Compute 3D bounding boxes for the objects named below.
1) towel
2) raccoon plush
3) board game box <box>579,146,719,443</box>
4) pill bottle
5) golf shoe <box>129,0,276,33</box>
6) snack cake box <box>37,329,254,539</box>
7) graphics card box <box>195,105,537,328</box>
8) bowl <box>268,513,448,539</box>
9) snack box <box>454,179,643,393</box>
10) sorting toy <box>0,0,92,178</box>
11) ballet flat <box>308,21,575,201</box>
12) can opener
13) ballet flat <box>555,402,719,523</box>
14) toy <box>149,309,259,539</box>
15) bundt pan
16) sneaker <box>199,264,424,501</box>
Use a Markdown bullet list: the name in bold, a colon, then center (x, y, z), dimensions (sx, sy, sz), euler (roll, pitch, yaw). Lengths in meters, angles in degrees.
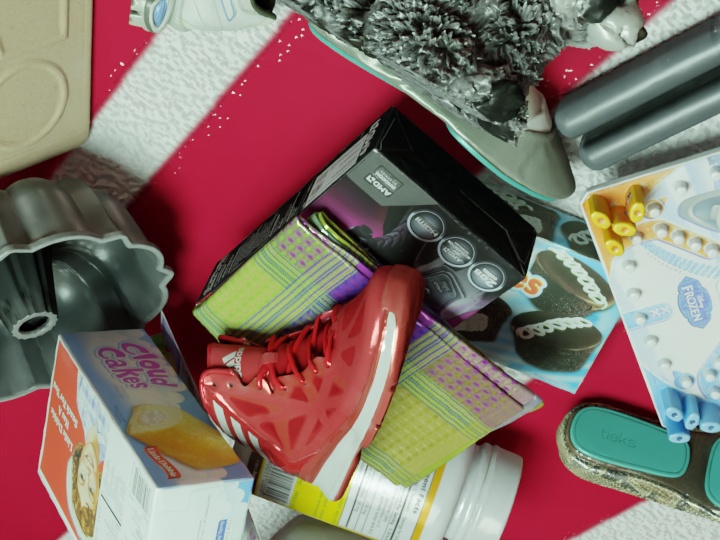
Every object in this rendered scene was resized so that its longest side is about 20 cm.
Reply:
- **towel**: center (0.002, 0.056, 0.844), dimensions (0.200, 0.023, 0.144), euler (39, 133, -14)
- **raccoon plush**: center (0.054, -0.161, 0.690), dimensions (0.199, 0.097, 0.134), euler (31, 93, -9)
- **board game box**: center (0.256, 0.009, 0.804), dimensions (0.199, 0.026, 0.201), euler (-16, 122, 16)
- **pill bottle**: center (0.012, 0.138, 0.968), dimensions (0.199, 0.110, 0.110), euler (20, 133, 2)
- **golf shoe**: center (-0.073, -0.218, 0.735), dimensions (0.097, 0.079, 0.201), euler (7, 139, -9)
- **snack cake box**: center (-0.148, 0.135, 0.880), dimensions (0.067, 0.200, 0.116), euler (-2, 116, -31)
- **graphics card box**: center (0.000, 0.000, 0.845), dimensions (0.125, 0.051, 0.200), euler (40, 130, -15)
- **bowl**: center (-0.019, 0.264, 1.077), dimensions (0.199, 0.075, 0.200), euler (12, 138, -26)
- **snack box**: center (0.073, -0.002, 0.876), dimensions (0.199, 0.037, 0.117), euler (22, 132, 1)
- **sorting toy**: center (-0.244, -0.123, 0.804), dimensions (0.036, 0.185, 0.201), euler (43, 140, 24)
- **ballet flat**: center (0.059, -0.114, 0.768), dimensions (0.199, 0.068, 0.064), euler (34, 124, -11)
- **can opener**: center (0.196, -0.105, 0.726), dimensions (0.199, 0.067, 0.053), euler (-26, 116, 33)
- **ballet flat**: center (0.235, 0.145, 0.937), dimensions (0.199, 0.068, 0.075), euler (15, 154, 14)
- **toy**: center (-0.125, 0.141, 0.959), dimensions (0.047, 0.201, 0.115), euler (-16, 160, -17)
- **bundt pan**: center (-0.234, 0.008, 0.913), dimensions (0.201, 0.076, 0.202), euler (-22, 154, -11)
- **sneaker**: center (-0.038, 0.059, 0.794), dimensions (0.115, 0.079, 0.201), euler (21, 133, 0)
